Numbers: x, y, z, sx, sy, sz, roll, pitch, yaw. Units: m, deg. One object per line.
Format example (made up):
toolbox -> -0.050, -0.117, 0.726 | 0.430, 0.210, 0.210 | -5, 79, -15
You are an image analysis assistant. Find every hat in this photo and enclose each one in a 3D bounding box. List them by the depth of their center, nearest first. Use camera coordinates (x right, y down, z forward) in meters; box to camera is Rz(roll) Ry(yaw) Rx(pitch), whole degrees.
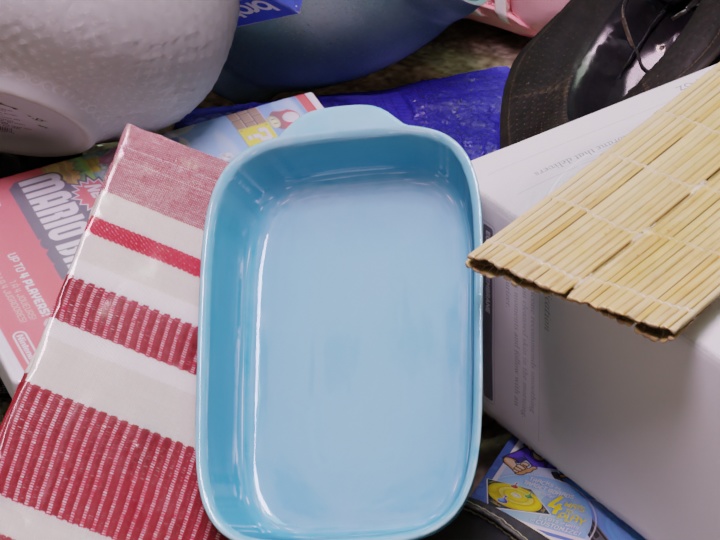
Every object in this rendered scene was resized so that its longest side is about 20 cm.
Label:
hat -> 0.158, -0.103, 1.254 | 0.081, 0.201, 0.201 | 36, 27, -22

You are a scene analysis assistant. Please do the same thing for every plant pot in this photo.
plant pot -> -0.049, -0.173, 1.357 | 0.134, 0.200, 0.200 | -41, 32, 15

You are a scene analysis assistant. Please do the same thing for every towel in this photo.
towel -> -0.067, 0.050, 1.077 | 0.144, 0.023, 0.200 | 22, 67, -5
towel -> 0.007, -0.051, 1.313 | 0.200, 0.050, 0.148 | -11, 35, -14

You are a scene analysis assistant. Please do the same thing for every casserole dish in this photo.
casserole dish -> -0.005, 0.030, 1.046 | 0.121, 0.039, 0.200 | -5, 70, 15

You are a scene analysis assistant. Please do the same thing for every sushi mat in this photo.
sushi mat -> 0.138, -0.033, 1.034 | 0.096, 0.012, 0.200 | 24, 42, 31

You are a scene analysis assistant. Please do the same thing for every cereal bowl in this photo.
cereal bowl -> -0.160, -0.107, 1.178 | 0.200, 0.200, 0.083 | 7, 74, 12

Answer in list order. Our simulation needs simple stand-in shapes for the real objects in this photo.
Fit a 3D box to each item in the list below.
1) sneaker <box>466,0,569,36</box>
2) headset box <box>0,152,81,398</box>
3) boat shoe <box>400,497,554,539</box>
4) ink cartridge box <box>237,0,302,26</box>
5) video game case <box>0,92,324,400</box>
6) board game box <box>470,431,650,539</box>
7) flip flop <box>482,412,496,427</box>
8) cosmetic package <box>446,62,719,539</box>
sneaker -> 0.041, -0.171, 1.463 | 0.105, 0.075, 0.200 | -20, 31, -32
headset box -> -0.207, -0.022, 1.253 | 0.149, 0.077, 0.200 | -5, 34, -7
boat shoe -> 0.073, 0.146, 0.983 | 0.072, 0.068, 0.200 | -40, 46, -3
ink cartridge box -> -0.123, -0.149, 1.243 | 0.200, 0.094, 0.044 | -6, 65, 47
video game case -> -0.085, -0.014, 1.157 | 0.200, 0.017, 0.143 | -17, 41, -18
board game box -> 0.153, 0.111, 1.082 | 0.200, 0.034, 0.135 | 13, 37, 21
flip flop -> 0.000, 0.000, 1.198 | 0.081, 0.058, 0.200 | -29, 65, -39
cosmetic package -> 0.173, 0.015, 1.084 | 0.199, 0.123, 0.200 | -23, 40, -28
